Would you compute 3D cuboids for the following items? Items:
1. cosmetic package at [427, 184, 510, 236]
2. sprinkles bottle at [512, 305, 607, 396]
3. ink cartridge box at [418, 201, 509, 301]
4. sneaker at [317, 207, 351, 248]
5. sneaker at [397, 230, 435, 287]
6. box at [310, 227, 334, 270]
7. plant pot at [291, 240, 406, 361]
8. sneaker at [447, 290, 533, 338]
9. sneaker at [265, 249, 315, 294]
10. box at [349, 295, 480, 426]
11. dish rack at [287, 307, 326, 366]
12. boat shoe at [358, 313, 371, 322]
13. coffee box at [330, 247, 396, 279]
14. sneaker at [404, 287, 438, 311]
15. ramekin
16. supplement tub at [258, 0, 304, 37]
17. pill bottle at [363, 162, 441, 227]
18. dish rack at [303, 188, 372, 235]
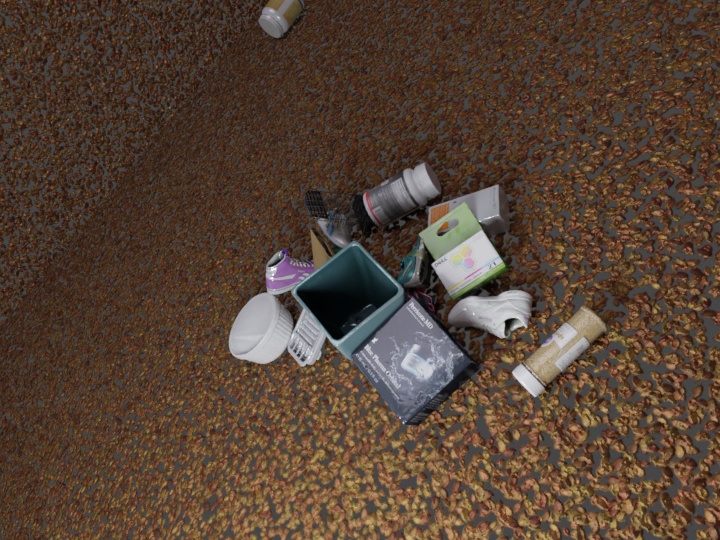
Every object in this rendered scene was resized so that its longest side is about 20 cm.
[{"bbox_3d":[0.272,-0.131,1.584,0.199,0.071,0.102,-17,49,31],"label":"cosmetic package"},{"bbox_3d":[0.397,0.161,1.250,0.200,0.068,0.068,-44,41,4],"label":"sprinkles bottle"},{"bbox_3d":[0.234,-0.049,1.484,0.147,0.076,0.201,-35,73,14],"label":"ink cartridge box"},{"bbox_3d":[-0.062,-0.120,1.863,0.081,0.077,0.200,-40,43,6],"label":"sneaker"},{"bbox_3d":[0.138,-0.030,1.587,0.079,0.078,0.200,-12,33,27],"label":"sneaker"},{"bbox_3d":[-0.096,0.003,1.720,0.021,0.201,0.164,-16,37,-16],"label":"box"},{"bbox_3d":[-0.007,0.095,1.469,0.196,0.200,0.196,-38,56,-8],"label":"plant pot"},{"bbox_3d":[0.282,0.104,1.387,0.199,0.075,0.100,-16,49,32],"label":"sneaker"},{"bbox_3d":[-0.183,-0.015,1.801,0.200,0.115,0.072,-26,36,-36],"label":"sneaker"},{"bbox_3d":[0.120,0.199,1.374,0.200,0.117,0.197,-44,66,5],"label":"box"},{"bbox_3d":[-0.121,0.150,1.679,0.201,0.043,0.172,-67,25,3],"label":"dish rack"},{"bbox_3d":[0.023,0.138,1.599,0.199,0.060,0.072,2,59,42],"label":"boat shoe"},{"bbox_3d":[0.000,0.000,1.682,0.200,0.122,0.044,45,128,48],"label":"coffee box"},{"bbox_3d":[0.150,0.100,1.518,0.095,0.079,0.200,-28,45,4],"label":"sneaker"},{"bbox_3d":[-0.278,0.174,1.793,0.202,0.094,0.203,-30,41,30],"label":"ramekin"},{"bbox_3d":[-0.370,-1.206,2.922,0.144,0.145,0.201,21,74,47],"label":"supplement tub"},{"bbox_3d":[0.118,-0.212,1.748,0.199,0.114,0.114,-28,45,22],"label":"pill bottle"},{"bbox_3d":[-0.067,-0.174,1.824,0.154,0.199,0.055,-110,30,-47],"label":"dish rack"}]
